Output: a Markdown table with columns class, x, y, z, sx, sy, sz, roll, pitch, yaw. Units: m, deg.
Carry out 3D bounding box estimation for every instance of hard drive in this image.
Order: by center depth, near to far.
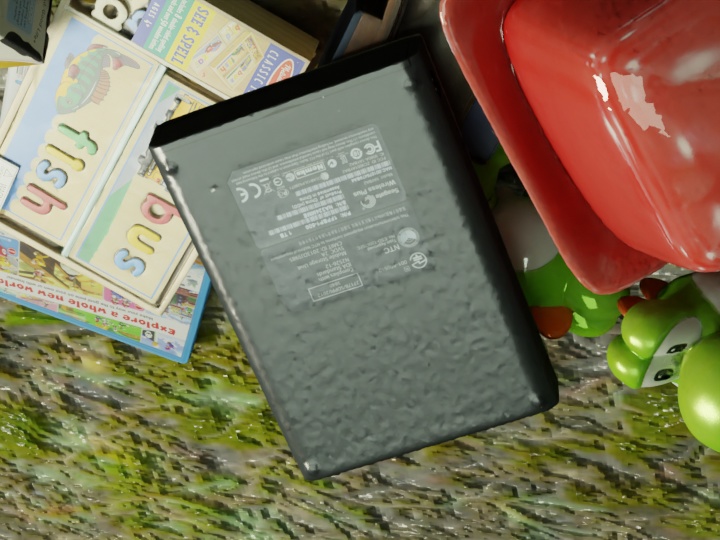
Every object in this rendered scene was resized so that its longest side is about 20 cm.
| class | x | y | z | sx | sy | sz | roll | pitch | yaw |
| --- | --- | --- | --- | --- | --- | --- | --- | --- | --- |
| hard drive | 0.000 | 0.000 | 0.999 | 0.138 | 0.033 | 0.201 | -18 | 115 | 13 |

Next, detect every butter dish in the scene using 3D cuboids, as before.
| class | x | y | z | sx | sy | sz | roll | pitch | yaw |
| --- | --- | --- | --- | --- | --- | --- | --- | --- | --- |
| butter dish | 0.169 | -0.085 | 0.912 | 0.199 | 0.148 | 0.200 | -35 | 123 | -4 |

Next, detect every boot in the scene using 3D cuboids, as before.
| class | x | y | z | sx | sy | sz | roll | pitch | yaw |
| --- | --- | --- | --- | --- | --- | --- | --- | --- | --- |
| boot | 0.061 | -0.145 | 0.976 | 0.096 | 0.075 | 0.201 | 27 | 116 | -10 |

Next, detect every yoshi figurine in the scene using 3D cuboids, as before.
| class | x | y | z | sx | sy | sz | roll | pitch | yaw |
| --- | --- | --- | --- | --- | --- | --- | --- | --- | --- |
| yoshi figurine | 0.217 | 0.044 | 1.028 | 0.112 | 0.198 | 0.114 | 9 | 105 | 56 |
| yoshi figurine | 0.063 | -0.049 | 1.076 | 0.199 | 0.112 | 0.112 | 35 | 98 | 3 |

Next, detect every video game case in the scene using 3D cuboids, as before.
| class | x | y | z | sx | sy | sz | roll | pitch | yaw |
| --- | --- | --- | --- | --- | --- | --- | --- | --- | --- |
| video game case | -0.148 | -0.037 | 1.205 | 0.142 | 0.018 | 0.201 | 20 | 135 | 0 |

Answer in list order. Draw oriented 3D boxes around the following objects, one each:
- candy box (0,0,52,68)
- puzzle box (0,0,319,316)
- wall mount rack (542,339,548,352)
| class | x | y | z | sx | sy | sz | roll | pitch | yaw |
| --- | --- | --- | --- | --- | --- | --- | --- | --- | --- |
| candy box | -0.264 | -0.158 | 1.026 | 0.135 | 0.062 | 0.200 | -3 | 164 | 28 |
| puzzle box | -0.123 | -0.078 | 1.125 | 0.132 | 0.026 | 0.201 | 28 | 125 | -7 |
| wall mount rack | -0.001 | 0.014 | 1.126 | 0.199 | 0.174 | 0.075 | 29 | 105 | -11 |
